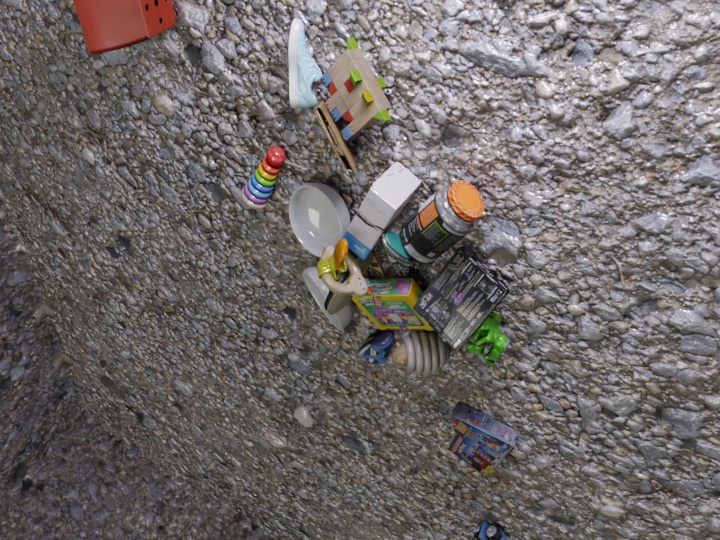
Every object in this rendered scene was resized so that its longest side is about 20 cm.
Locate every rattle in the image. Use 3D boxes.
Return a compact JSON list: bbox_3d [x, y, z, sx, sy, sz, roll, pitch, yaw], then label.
[{"bbox_3d":[0.000,0.000,1.530,0.198,0.132,0.143,34,122,-17],"label":"rattle"}]

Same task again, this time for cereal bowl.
[{"bbox_3d":[-0.081,0.065,1.775,0.201,0.082,0.201,52,167,17],"label":"cereal bowl"},{"bbox_3d":[-0.099,-0.144,1.655,0.197,0.083,0.205,24,128,33],"label":"cereal bowl"}]

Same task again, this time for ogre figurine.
[{"bbox_3d":[0.311,0.160,1.580,0.119,0.097,0.204,-26,91,56],"label":"ogre figurine"}]

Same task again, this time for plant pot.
[{"bbox_3d":[-0.588,-0.680,1.557,0.172,0.201,0.204,8,128,18],"label":"plant pot"}]

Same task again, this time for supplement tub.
[{"bbox_3d":[0.192,-0.115,1.440,0.123,0.123,0.199,46,137,-4],"label":"supplement tub"}]

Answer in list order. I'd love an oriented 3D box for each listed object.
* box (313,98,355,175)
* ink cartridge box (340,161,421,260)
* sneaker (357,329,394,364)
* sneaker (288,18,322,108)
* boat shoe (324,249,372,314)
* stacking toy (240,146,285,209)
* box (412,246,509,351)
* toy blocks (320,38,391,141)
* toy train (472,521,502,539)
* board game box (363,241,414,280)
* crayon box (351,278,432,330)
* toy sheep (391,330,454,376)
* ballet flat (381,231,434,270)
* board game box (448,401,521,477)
[{"bbox_3d":[-0.057,-0.316,1.436,0.021,0.201,0.166,-26,108,9],"label":"box"},{"bbox_3d":[0.049,-0.146,1.507,0.084,0.145,0.201,37,137,4],"label":"ink cartridge box"},{"bbox_3d":[0.062,0.229,1.831,0.082,0.074,0.200,42,153,-3],"label":"sneaker"},{"bbox_3d":[-0.129,-0.488,1.451,0.079,0.075,0.204,2,124,-1],"label":"sneaker"},{"bbox_3d":[-0.042,0.022,1.648,0.063,0.073,0.205,32,94,33],"label":"boat shoe"},{"bbox_3d":[-0.264,-0.264,1.706,0.085,0.085,0.201,40,133,3],"label":"stacking toy"},{"bbox_3d":[0.246,0.072,1.514,0.160,0.043,0.202,43,112,19],"label":"box"},{"bbox_3d":[-0.022,-0.396,1.398,0.136,0.099,0.203,-30,88,43],"label":"toy blocks"},{"bbox_3d":[0.465,0.943,2.076,0.113,0.087,0.202,-31,99,37],"label":"toy train"},{"bbox_3d":[0.054,-0.031,1.673,0.196,0.035,0.138,20,132,24],"label":"board game box"},{"bbox_3d":[0.095,0.095,1.680,0.196,0.059,0.173,-3,142,38],"label":"crayon box"},{"bbox_3d":[0.181,0.230,1.709,0.194,0.139,0.141,-10,127,-7],"label":"toy sheep"},{"bbox_3d":[0.108,-0.041,1.526,0.197,0.076,0.073,19,154,-41],"label":"ballet flat"},{"bbox_3d":[0.347,0.496,1.835,0.198,0.062,0.202,34,136,13],"label":"board game box"}]
